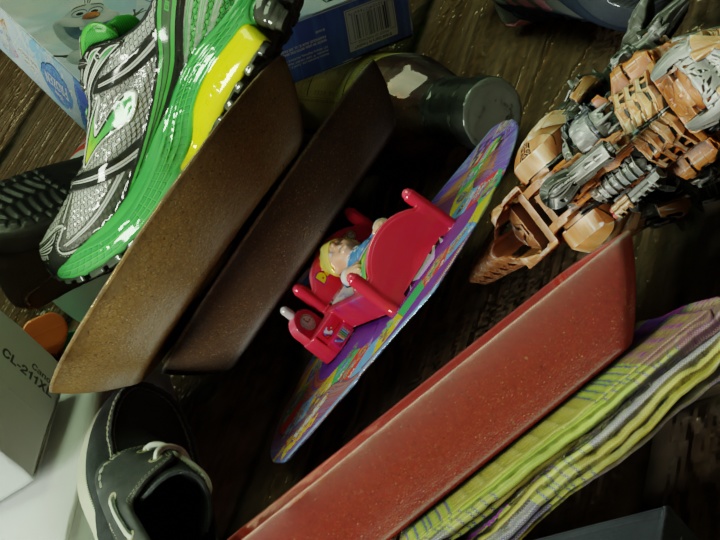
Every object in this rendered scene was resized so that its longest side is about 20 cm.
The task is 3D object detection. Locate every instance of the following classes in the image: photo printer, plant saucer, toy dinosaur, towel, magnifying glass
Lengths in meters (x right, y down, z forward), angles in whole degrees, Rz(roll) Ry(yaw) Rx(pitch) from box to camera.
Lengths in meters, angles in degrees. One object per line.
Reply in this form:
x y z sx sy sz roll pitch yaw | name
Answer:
-0.178 0.128 0.939 0.166 0.070 0.201 -29 28 22 | photo printer
-0.081 -0.013 0.873 0.201 0.035 0.200 -55 1 1 | plant saucer
0.107 -0.053 0.759 0.199 0.103 0.135 -12 15 46 | toy dinosaur
0.074 0.064 0.664 0.143 0.023 0.200 -39 -3 -2 | towel
-0.187 0.049 1.028 0.079 0.023 0.200 -24 -3 -15 | magnifying glass
-0.037 -0.020 0.943 0.201 0.034 0.200 -55 0 1 | plant saucer
0.028 0.066 0.713 0.199 0.037 0.200 -38 -3 -2 | plant saucer

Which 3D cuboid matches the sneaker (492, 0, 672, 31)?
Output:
0.114 -0.172 1.038 0.070 0.082 0.200 -17 39 -22 | sneaker

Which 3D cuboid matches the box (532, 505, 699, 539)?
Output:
0.025 0.175 0.620 0.199 0.051 0.158 -21 32 35 | box

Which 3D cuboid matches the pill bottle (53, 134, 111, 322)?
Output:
-0.120 -0.059 1.103 0.111 0.112 0.201 -14 36 42 | pill bottle

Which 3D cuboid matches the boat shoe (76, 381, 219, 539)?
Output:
-0.089 0.113 0.827 0.068 0.071 0.200 -56 24 23 | boat shoe

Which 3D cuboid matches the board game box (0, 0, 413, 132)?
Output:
-0.103 -0.155 1.069 0.199 0.044 0.199 -23 35 -20 | board game box

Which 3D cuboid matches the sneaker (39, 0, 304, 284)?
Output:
-0.109 -0.079 0.882 0.201 0.085 0.078 -56 0 23 | sneaker

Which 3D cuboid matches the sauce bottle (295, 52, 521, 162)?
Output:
0.021 -0.094 1.029 0.066 0.066 0.200 -49 30 -16 | sauce bottle

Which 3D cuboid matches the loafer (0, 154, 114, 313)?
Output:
-0.127 -0.033 0.996 0.199 0.071 0.073 -19 38 -30 | loafer

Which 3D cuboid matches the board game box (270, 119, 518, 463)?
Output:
0.000 0.000 0.850 0.200 0.039 0.158 -51 8 31 | board game box

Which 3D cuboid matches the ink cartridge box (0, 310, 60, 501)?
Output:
-0.274 0.079 0.898 0.199 0.146 0.083 -32 28 25 | ink cartridge box
